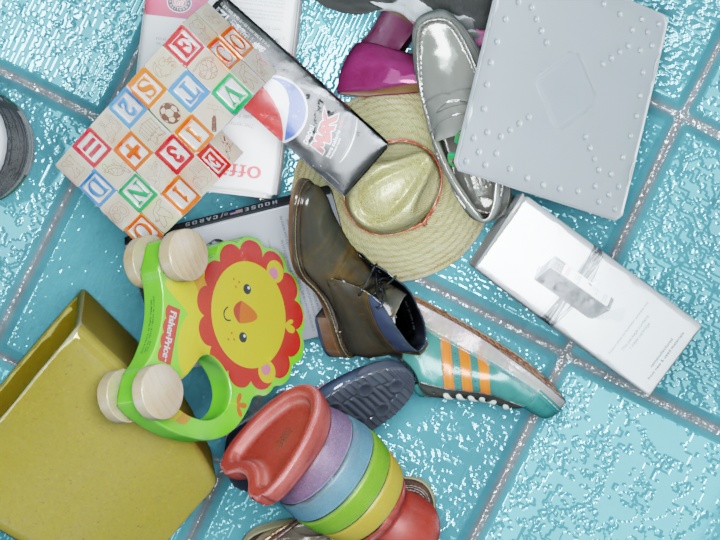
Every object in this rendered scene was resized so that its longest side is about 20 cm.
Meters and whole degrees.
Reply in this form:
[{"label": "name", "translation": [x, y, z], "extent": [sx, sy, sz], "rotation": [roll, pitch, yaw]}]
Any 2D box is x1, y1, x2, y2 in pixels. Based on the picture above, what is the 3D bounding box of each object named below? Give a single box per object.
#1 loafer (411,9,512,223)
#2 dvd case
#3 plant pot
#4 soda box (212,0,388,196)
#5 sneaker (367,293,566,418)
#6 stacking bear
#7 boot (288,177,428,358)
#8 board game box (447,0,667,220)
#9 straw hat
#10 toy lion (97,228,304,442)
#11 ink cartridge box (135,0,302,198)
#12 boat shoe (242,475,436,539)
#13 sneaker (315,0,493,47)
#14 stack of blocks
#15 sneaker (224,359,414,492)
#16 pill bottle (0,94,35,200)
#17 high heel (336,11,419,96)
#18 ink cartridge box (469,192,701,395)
[{"label": "loafer", "translation": [0.094, -0.140, 1.584], "extent": [0.070, 0.070, 0.200], "rotation": [-18, 104, 12]}, {"label": "dvd case", "translation": [-0.107, 0.011, 1.642], "extent": [0.199, 0.025, 0.151], "rotation": [-14, 120, 1]}, {"label": "plant pot", "translation": [-0.244, 0.166, 1.607], "extent": [0.200, 0.194, 0.196], "rotation": [39, 92, -12]}, {"label": "soda box", "translation": [-0.068, -0.157, 1.561], "extent": [0.200, 0.071, 0.063], "rotation": [41, 96, -4]}, {"label": "sneaker", "translation": [0.097, 0.097, 1.657], "extent": [0.200, 0.071, 0.080], "rotation": [31, 97, 4]}, {"label": "stacking bear", "translation": [-0.009, 0.204, 1.577], "extent": [0.200, 0.121, 0.114], "rotation": [41, 83, -26]}, {"label": "boot", "translation": [0.000, 0.000, 1.574], "extent": [0.097, 0.075, 0.200], "rotation": [5, 134, 26]}, {"label": "board game box", "translation": [0.181, -0.165, 1.585], "extent": [0.200, 0.026, 0.201], "rotation": [15, 88, -33]}, {"label": "straw hat", "translation": [0.030, -0.077, 1.638], "extent": [0.200, 0.085, 0.202], "rotation": [0, 92, 1]}, {"label": "toy lion", "translation": [-0.129, 0.060, 1.543], "extent": [0.192, 0.069, 0.201], "rotation": [28, 63, -41]}, {"label": "ink cartridge box", "translation": [-0.138, -0.175, 1.637], "extent": [0.146, 0.083, 0.201], "rotation": [7, 93, 0]}, {"label": "boat shoe", "translation": [-0.022, 0.253, 1.659], "extent": [0.199, 0.072, 0.072], "rotation": [-16, 92, 1]}, {"label": "sneaker", "translation": [0.057, -0.276, 1.627], "extent": [0.199, 0.086, 0.080], "rotation": [19, 127, 2]}, {"label": "stack of blocks", "translation": [-0.163, -0.124, 1.528], "extent": [0.115, 0.059, 0.200], "rotation": [44, 122, -6]}, {"label": "sneaker", "translation": [-0.045, 0.128, 1.644], "extent": [0.200, 0.082, 0.070], "rotation": [-29, 126, 6]}, {"label": "pill bottle", "translation": [-0.371, -0.116, 1.584], "extent": [0.113, 0.200, 0.113], "rotation": [0, 92, 0]}, {"label": "high heel", "translation": [0.080, -0.164, 1.641], "extent": [0.200, 0.067, 0.096], "rotation": [28, 79, 14]}, {"label": "ink cartridge box", "translation": [0.203, 0.020, 1.611], "extent": [0.200, 0.144, 0.084], "rotation": [37, 92, 0]}]
